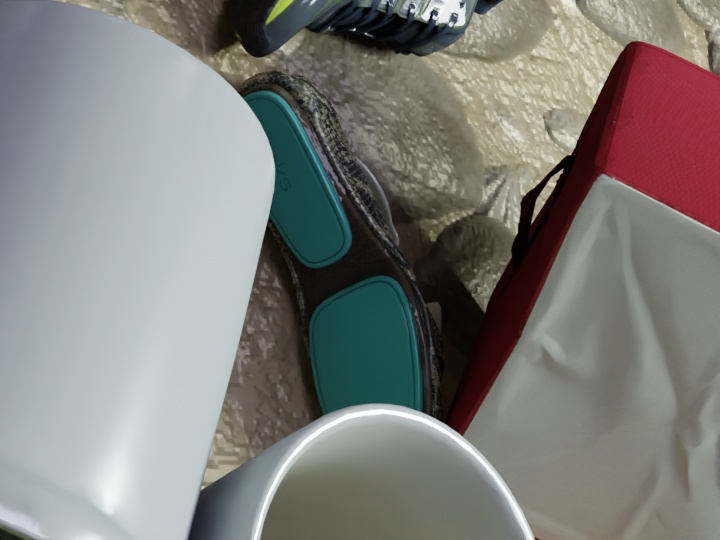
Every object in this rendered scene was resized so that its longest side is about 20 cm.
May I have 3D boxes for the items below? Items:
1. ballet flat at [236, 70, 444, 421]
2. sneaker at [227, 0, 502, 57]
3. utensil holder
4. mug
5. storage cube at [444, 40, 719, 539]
[{"bbox_3d":[0.000,0.000,0.895,0.075,0.068,0.201,-15,82,-60],"label":"ballet flat"},{"bbox_3d":[0.015,-0.141,0.954,0.200,0.074,0.081,-34,101,-43],"label":"sneaker"},{"bbox_3d":[-0.125,0.029,0.692,0.170,0.169,0.201,35,52,-28],"label":"utensil holder"},{"bbox_3d":[-0.034,0.157,0.735,0.149,0.153,0.188,29,57,-32],"label":"mug"},{"bbox_3d":[0.155,0.029,0.870,0.199,0.172,0.180,28,27,1],"label":"storage cube"}]
